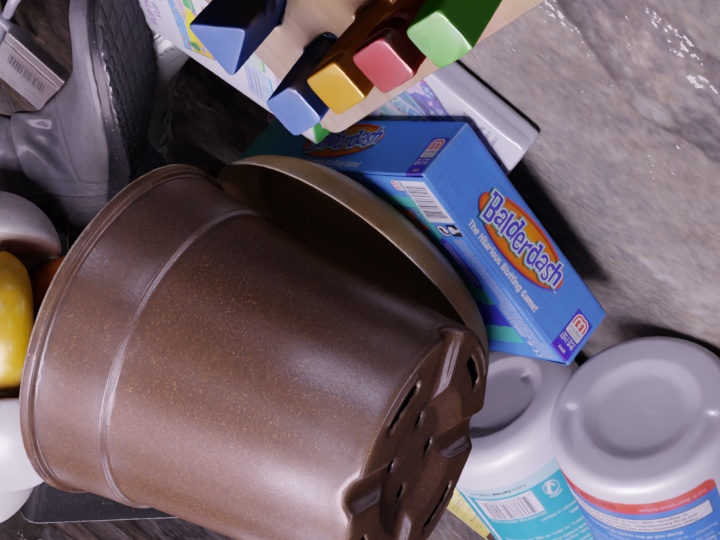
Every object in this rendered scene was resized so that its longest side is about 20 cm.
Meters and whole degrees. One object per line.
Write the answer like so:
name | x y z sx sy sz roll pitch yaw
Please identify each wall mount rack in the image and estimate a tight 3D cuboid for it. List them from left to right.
wall mount rack | -0.197 -0.132 1.261 0.200 0.075 0.174 42 156 -4

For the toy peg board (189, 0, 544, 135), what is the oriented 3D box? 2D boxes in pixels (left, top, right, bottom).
toy peg board | -0.033 -0.151 0.803 0.200 0.098 0.199 47 138 -14

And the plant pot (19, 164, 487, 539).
plant pot | -0.049 0.069 1.000 0.198 0.201 0.201 23 154 23

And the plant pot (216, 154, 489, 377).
plant pot | 0.000 0.000 1.061 0.200 0.028 0.200 35 158 16

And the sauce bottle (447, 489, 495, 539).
sauce bottle | 0.107 0.173 1.348 0.200 0.066 0.066 40 160 8

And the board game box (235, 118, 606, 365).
board game box | 0.031 -0.021 1.066 0.200 0.045 0.152 8 143 55

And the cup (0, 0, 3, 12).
cup | -0.343 -0.172 1.300 0.143 0.201 0.201 0 143 21

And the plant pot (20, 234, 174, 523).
plant pot | -0.144 0.046 1.297 0.198 0.201 0.178 0 141 -11

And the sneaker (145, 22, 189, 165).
sneaker | -0.142 -0.099 1.147 0.092 0.076 0.200 42 127 -13

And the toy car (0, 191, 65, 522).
toy car | -0.199 0.057 1.105 0.149 0.176 0.200 1 158 -25

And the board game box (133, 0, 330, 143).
board game box | -0.091 -0.176 0.991 0.200 0.040 0.153 36 157 25

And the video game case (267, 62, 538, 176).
video game case | 0.018 -0.084 1.052 0.143 0.018 0.200 40 159 2

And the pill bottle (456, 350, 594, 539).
pill bottle | 0.136 0.149 1.184 0.111 0.111 0.200 11 145 52

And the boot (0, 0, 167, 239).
boot | -0.190 -0.088 1.079 0.131 0.070 0.201 7 129 12

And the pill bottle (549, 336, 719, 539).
pill bottle | 0.190 0.141 1.072 0.112 0.112 0.200 22 152 40
